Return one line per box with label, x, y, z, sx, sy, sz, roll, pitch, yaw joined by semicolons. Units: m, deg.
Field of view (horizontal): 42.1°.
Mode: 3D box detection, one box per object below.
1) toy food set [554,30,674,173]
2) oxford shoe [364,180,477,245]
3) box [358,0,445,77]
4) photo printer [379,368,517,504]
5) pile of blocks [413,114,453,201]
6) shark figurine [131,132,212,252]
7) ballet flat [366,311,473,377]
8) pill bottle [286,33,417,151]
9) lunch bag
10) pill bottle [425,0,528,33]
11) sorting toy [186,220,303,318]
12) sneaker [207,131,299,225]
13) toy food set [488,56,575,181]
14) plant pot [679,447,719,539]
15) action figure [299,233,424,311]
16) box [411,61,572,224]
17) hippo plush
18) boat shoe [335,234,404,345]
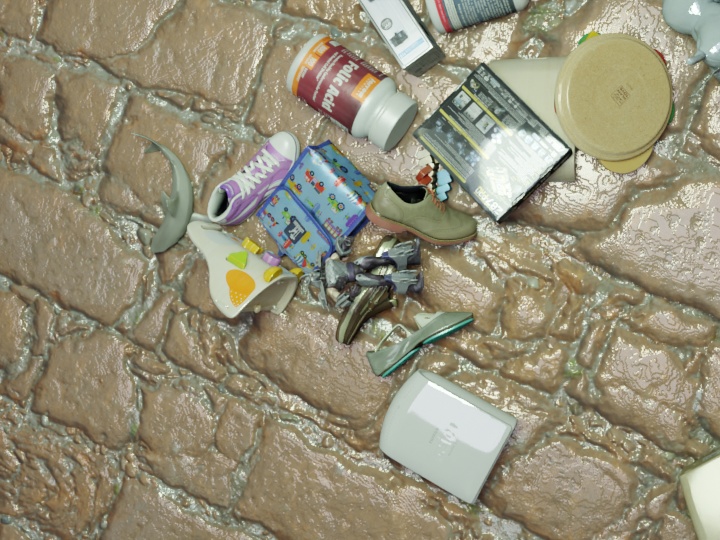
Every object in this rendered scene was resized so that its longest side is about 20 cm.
toy food set;0.390;-0.265;1.430;0.199;0.049;0.199;29;89;-10
oxford shoe;0.110;-0.093;1.491;0.075;0.199;0.071;-60;34;35
box;0.051;-0.416;1.509;0.060;0.117;0.200;-34;84;16
photo printer;0.138;0.271;1.561;0.199;0.069;0.167;29;101;12
pile of blocks;0.124;-0.168;1.535;0.082;0.062;0.201;14;98;15
shark figurine;-0.336;-0.142;1.658;0.127;0.089;0.216;-5;95;15
ballet flat;0.094;0.107;1.564;0.200;0.067;0.064;-34;77;15
pill bottle;-0.013;-0.290;1.537;0.200;0.114;0.114;35;103;11
lunch bag;-0.079;-0.097;1.598;0.151;0.094;0.200;47;117;6
pill bottle;0.202;-0.455;1.461;0.199;0.120;0.120;-13;91;16
sorting toy;-0.206;-0.016;1.576;0.180;0.200;0.107;42;101;13
sneaker;-0.185;-0.155;1.599;0.073;0.114;0.201;41;102;11
toy food set;0.275;-0.243;1.495;0.143;0.060;0.201;2;88;18
plant pot;0.583;0.345;1.385;0.200;0.200;0.178;-33;74;16
action figure;0.000;0.000;1.509;0.199;0.069;0.131;-6;66;-1
box;0.205;-0.198;1.458;0.161;0.049;0.200;-45;77;8
hippo plush;0.524;-0.356;1.386;0.200;0.159;0.161;-34;54;1
boat shoe;0.028;0.044;1.575;0.075;0.075;0.203;28;101;6
